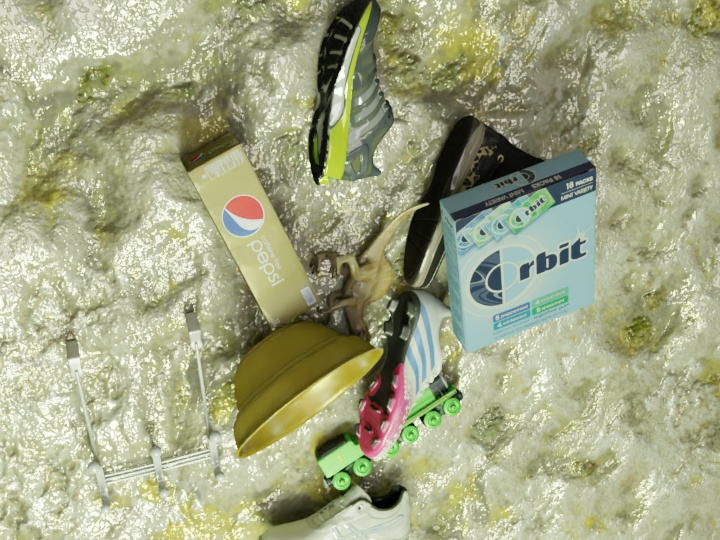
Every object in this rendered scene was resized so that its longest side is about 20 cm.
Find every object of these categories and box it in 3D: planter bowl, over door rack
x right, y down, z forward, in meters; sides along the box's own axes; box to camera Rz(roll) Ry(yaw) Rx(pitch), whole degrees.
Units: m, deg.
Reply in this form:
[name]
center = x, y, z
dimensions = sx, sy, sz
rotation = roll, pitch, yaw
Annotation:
[planter bowl]
center = -0.077, 0.114, 1.163
dimensions = 0.199, 0.201, 0.084
rotation = -36, 78, -4
[over door rack]
center = -0.233, 0.163, 1.161
dimensions = 0.146, 0.067, 0.203
rotation = -12, 110, -15

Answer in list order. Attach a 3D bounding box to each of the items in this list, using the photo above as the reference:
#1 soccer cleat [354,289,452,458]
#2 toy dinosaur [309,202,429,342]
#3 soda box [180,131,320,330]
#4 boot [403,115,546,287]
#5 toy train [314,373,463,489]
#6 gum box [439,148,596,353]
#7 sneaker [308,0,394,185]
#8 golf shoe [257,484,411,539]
[soccer cleat]
center = 0.058, 0.125, 1.229
dimensions = 0.086, 0.070, 0.203
rotation = 15, 92, -34
[toy dinosaur]
center = 0.000, 0.000, 1.200
dimensions = 0.100, 0.058, 0.202
rotation = 5, 114, -34
[soda box]
center = -0.117, -0.042, 1.131
dimensions = 0.064, 0.068, 0.202
rotation = -28, 114, -7
[boot]
center = 0.144, -0.059, 1.211
dimensions = 0.149, 0.073, 0.202
rotation = 18, 95, -22
[toy train]
center = 0.033, 0.190, 1.272
dimensions = 0.199, 0.042, 0.057
rotation = -33, 103, -5
[gum box]
center = 0.178, -0.018, 1.179
dimensions = 0.168, 0.045, 0.201
rotation = -20, 133, -10
[sneaker]
center = -0.002, -0.188, 1.127
dimensions = 0.080, 0.074, 0.202
rotation = 1, 114, -25
[golf shoe]
center = -0.029, 0.298, 1.267
dimensions = 0.198, 0.078, 0.099
rotation = -1, 109, -28
